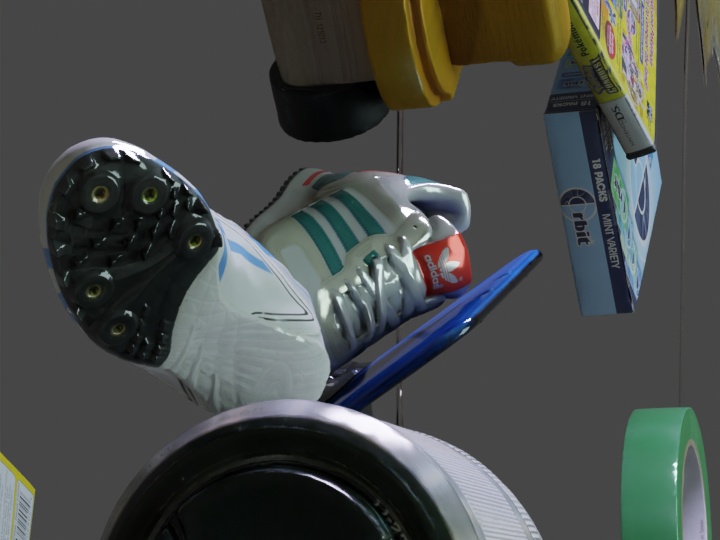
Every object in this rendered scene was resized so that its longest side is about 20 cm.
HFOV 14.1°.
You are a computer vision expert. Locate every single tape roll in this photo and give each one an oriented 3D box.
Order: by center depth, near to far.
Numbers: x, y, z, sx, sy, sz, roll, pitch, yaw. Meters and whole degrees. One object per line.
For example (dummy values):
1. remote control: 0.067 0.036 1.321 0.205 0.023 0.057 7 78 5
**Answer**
1. tape roll: 0.249 0.212 2.351 0.200 0.048 0.202 -4 90 -75

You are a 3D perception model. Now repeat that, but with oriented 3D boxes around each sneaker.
1. sneaker: -0.076 0.001 1.140 0.073 0.072 0.200 50 1 34
2. sneaker: 0.000 0.000 1.350 0.200 0.093 0.071 -60 144 -65

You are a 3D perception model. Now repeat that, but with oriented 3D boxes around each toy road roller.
1. toy road roller: 0.031 -0.155 1.398 0.200 0.145 0.124 -72 155 -54

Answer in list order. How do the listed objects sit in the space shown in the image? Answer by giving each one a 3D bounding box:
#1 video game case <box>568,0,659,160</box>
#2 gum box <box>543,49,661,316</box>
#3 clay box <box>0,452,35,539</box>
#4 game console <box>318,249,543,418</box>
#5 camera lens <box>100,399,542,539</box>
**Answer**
1. video game case: 0.169 -0.209 2.084 0.181 0.025 0.201 57 26 -35
2. gum box: 0.183 -0.090 2.171 0.200 0.044 0.171 -71 153 -57
3. clay box: -0.154 0.079 0.832 0.200 0.047 0.116 58 32 -59
4. game console: 0.023 0.092 1.371 0.200 0.117 0.172 -36 121 -72
5. camera lens: -0.009 0.138 1.153 0.200 0.159 0.161 27 61 -73
